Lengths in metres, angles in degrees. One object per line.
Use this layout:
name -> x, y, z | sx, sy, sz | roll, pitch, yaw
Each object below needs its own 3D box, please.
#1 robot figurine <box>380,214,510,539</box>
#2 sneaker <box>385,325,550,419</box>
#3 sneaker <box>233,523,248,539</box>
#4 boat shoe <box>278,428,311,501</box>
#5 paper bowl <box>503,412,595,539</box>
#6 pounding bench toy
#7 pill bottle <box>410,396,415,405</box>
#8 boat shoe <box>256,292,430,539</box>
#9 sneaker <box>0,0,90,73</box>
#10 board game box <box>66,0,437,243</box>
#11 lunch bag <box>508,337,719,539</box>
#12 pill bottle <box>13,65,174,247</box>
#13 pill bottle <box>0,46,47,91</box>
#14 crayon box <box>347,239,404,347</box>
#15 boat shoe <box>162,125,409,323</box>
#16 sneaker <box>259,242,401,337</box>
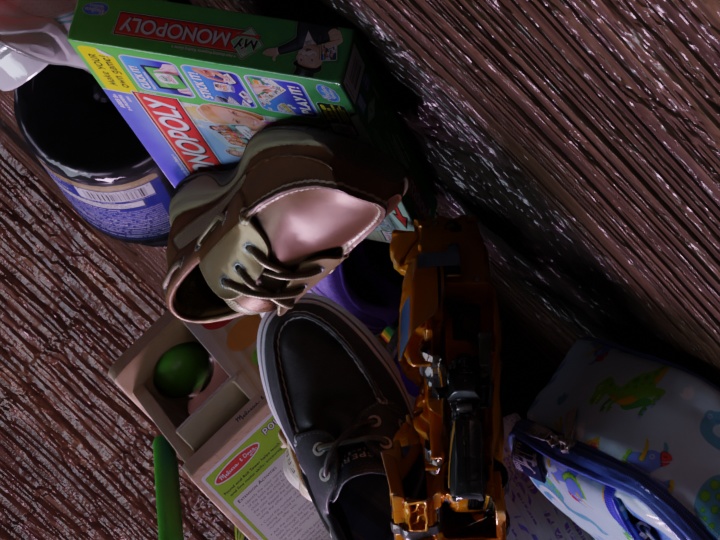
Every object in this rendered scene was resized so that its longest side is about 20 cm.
robot figurine -> 0.041, 0.076, 1.121 | 0.201, 0.058, 0.146 | -87, -6, -49
sneaker -> 0.079, 0.067, 1.372 | 0.099, 0.070, 0.200 | 32, 173, 22
sneaker -> -0.040, 0.189, 1.535 | 0.200, 0.075, 0.077 | -108, 19, -57
boat shoe -> -0.010, 0.102, 1.313 | 0.200, 0.069, 0.074 | 64, -179, -57
paper bowl -> 0.123, 0.170, 1.289 | 0.202, 0.104, 0.201 | 62, 178, 4
pounding bench toy -> -0.085, 0.108, 1.472 | 0.124, 0.200, 0.156 | 49, 176, -38
pill bottle -> 0.023, 0.134, 1.600 | 0.111, 0.110, 0.201 | 53, -161, -58
boat shoe -> 0.002, 0.105, 1.191 | 0.066, 0.069, 0.201 | 2, -113, -87
sneaker -> -0.132, -0.139, 1.277 | 0.070, 0.081, 0.200 | 28, -176, 39
board game box -> -0.046, -0.069, 1.135 | 0.133, 0.029, 0.200 | 9, 162, 17
lunch bag -> 0.172, 0.123, 1.124 | 0.200, 0.083, 0.161 | 45, 170, -26
pill bottle -> -0.140, -0.081, 1.462 | 0.112, 0.112, 0.200 | 40, 172, 13
pill bottle -> -0.241, -0.199, 1.310 | 0.200, 0.113, 0.113 | 44, 172, -22
crayon box -> 0.000, 0.000, 1.431 | 0.127, 0.051, 0.200 | 39, 173, 20
boat shoe -> -0.040, -0.013, 1.128 | 0.075, 0.074, 0.200 | 21, 162, -19
sneaker -> -0.037, -0.049, 1.283 | 0.201, 0.083, 0.081 | 61, -150, -19
